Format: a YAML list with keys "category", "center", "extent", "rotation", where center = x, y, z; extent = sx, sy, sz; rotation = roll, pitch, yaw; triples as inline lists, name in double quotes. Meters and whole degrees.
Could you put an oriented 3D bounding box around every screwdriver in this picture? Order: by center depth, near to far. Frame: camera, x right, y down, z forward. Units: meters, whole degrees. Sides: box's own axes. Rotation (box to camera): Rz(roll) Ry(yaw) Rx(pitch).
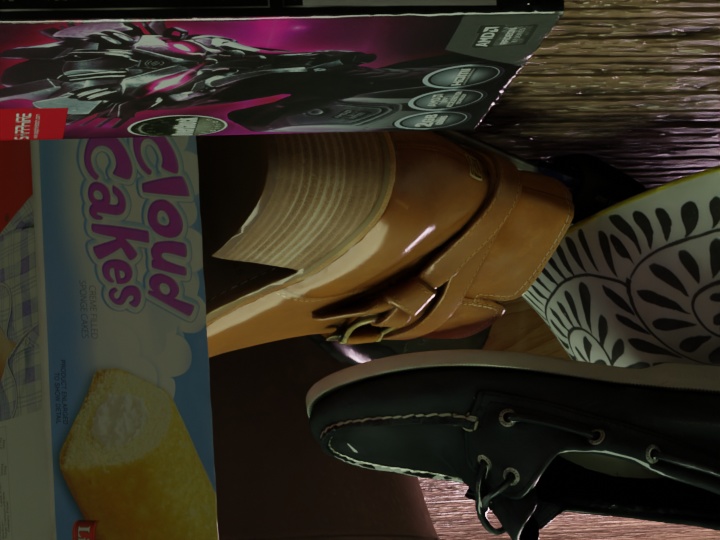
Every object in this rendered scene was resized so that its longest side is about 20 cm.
- category: "screwdriver"
  center: [0.054, -0.040, 0.988]
  extent: [0.029, 0.028, 0.199]
  rotation: [-43, 147, 25]

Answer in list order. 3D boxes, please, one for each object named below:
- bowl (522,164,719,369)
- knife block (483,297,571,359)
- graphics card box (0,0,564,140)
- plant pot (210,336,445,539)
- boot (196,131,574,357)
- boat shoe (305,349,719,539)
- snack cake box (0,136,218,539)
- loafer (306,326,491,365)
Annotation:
- category: "bowl"
  center: [0.170, 0.020, 1.059]
  extent: [0.199, 0.095, 0.201]
  rotation: [-15, 166, -4]
- category: "knife block"
  center: [0.088, 0.029, 1.284]
  extent: [0.064, 0.176, 0.201]
  rotation: [2, 122, -31]
- category: "graphics card box"
  center: [-0.052, -0.074, 0.720]
  extent: [0.198, 0.051, 0.125]
  rotation: [-3, 168, -10]
- category: "plant pot"
  center: [-0.048, 0.096, 1.241]
  extent: [0.199, 0.176, 0.200]
  rotation: [-3, 168, -1]
- category: "boot"
  center: [-0.028, 0.010, 0.967]
  extent: [0.154, 0.074, 0.200]
  rotation: [8, 151, -40]
- category: "boat shoe"
  center: [0.074, 0.075, 0.991]
  extent: [0.198, 0.067, 0.075]
  rotation: [3, 154, 6]
- category: "snack cake box"
  center: [-0.109, 0.038, 0.867]
  extent: [0.067, 0.202, 0.115]
  rotation: [4, 166, -37]
- category: "loafer"
  center: [0.000, 0.000, 1.092]
  extent: [0.073, 0.072, 0.200]
  rotation: [37, 179, 29]
